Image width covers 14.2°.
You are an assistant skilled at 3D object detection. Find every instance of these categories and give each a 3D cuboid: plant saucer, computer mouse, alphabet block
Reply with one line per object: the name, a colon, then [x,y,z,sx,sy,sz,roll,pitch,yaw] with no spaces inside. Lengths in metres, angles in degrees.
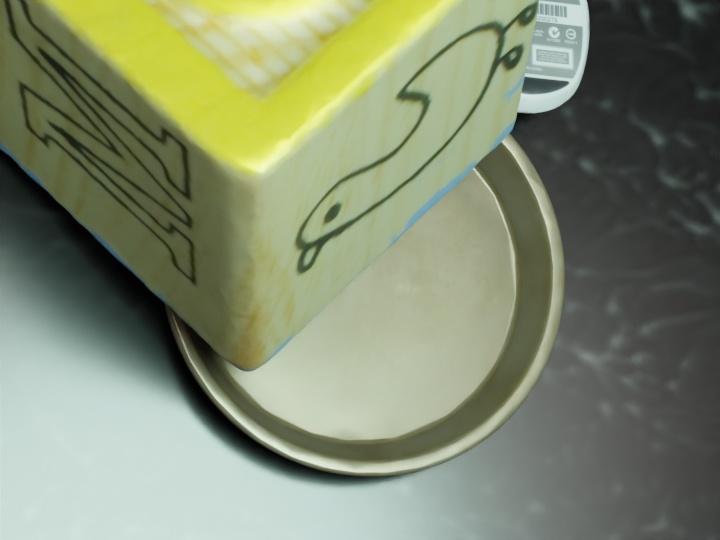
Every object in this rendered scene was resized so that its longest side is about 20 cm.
plant saucer: [0.000,0.000,1.383,0.199,0.029,0.201,2,79,-13]
computer mouse: [0.070,-0.169,1.426,0.109,0.044,0.201,7,73,-18]
alphabet block: [-0.051,-0.113,1.274,0.196,0.200,0.195,40,70,15]
